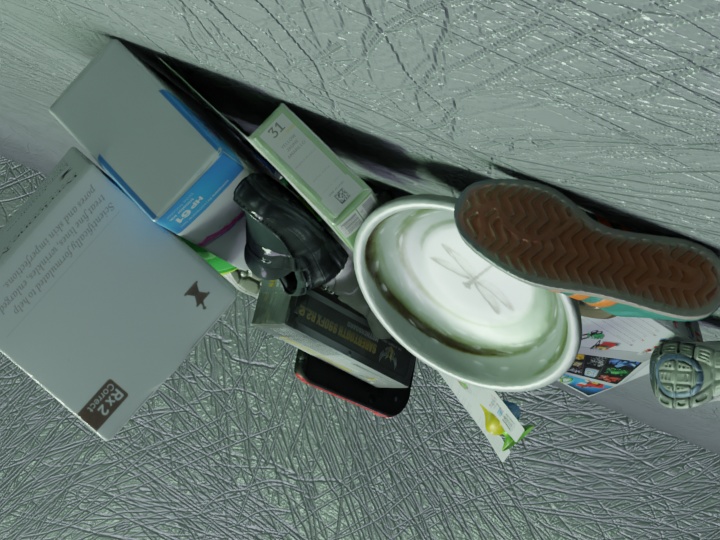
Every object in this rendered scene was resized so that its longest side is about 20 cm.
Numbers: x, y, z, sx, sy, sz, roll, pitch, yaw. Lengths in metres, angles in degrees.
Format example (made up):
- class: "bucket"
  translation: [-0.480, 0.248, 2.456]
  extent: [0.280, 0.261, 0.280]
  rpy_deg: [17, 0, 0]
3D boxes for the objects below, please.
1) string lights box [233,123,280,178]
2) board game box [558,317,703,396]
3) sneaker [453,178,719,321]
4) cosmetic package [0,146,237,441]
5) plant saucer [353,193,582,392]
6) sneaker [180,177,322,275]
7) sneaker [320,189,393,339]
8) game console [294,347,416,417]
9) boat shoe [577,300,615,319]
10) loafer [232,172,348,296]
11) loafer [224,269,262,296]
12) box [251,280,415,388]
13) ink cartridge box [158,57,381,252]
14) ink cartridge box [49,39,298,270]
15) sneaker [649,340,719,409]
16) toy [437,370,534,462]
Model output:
- class: "string lights box"
  translation: [-0.152, -0.110, 1.619]
  extent: [0.102, 0.059, 0.200]
  rpy_deg: [21, 175, 12]
- class: "board game box"
  translation: [0.207, 0.054, 1.471]
  extent: [0.126, 0.035, 0.200]
  rpy_deg: [-24, 149, 27]
- class: "sneaker"
  translation: [0.161, -0.006, 1.182]
  extent: [0.199, 0.072, 0.080]
  rpy_deg: [21, 171, 11]
- class: "cosmetic package"
  translation: [-0.230, 0.014, 1.409]
  extent: [0.165, 0.165, 0.200]
  rpy_deg: [42, 176, -16]
- class: "plant saucer"
  translation: [0.091, 0.008, 1.320]
  extent: [0.199, 0.050, 0.201]
  rpy_deg: [22, 141, 19]
- class: "sneaker"
  translation: [-0.092, -0.054, 1.551]
  extent: [0.199, 0.074, 0.084]
  rpy_deg: [-18, 161, -7]
- class: "sneaker"
  translation: [0.000, 0.000, 1.577]
  extent: [0.090, 0.076, 0.200]
  rpy_deg: [-14, 142, -4]
- class: "game console"
  translation: [0.006, 0.041, 1.741]
  extent: [0.031, 0.201, 0.177]
  rpy_deg: [-2, 160, 36]
- class: "boat shoe"
  translation: [0.138, -0.006, 1.374]
  extent: [0.199, 0.074, 0.063]
  rpy_deg: [3, 155, 44]
- class: "loafer"
  translation: [-0.065, -0.023, 1.372]
  extent: [0.068, 0.070, 0.201]
  rpy_deg: [45, 179, 21]
- class: "loafer"
  translation: [-0.143, -0.030, 1.681]
  extent: [0.199, 0.070, 0.070]
  rpy_deg: [28, -172, -24]
- class: "box"
  translation: [-0.011, 0.014, 1.670]
  extent: [0.048, 0.159, 0.200]
  rpy_deg: [-2, 159, 42]
- class: "ink cartridge box"
  translation: [-0.065, -0.104, 1.353]
  extent: [0.200, 0.048, 0.146]
  rpy_deg: [46, 180, 12]
- class: "ink cartridge box"
  translation: [-0.149, -0.091, 1.391]
  extent: [0.145, 0.085, 0.200]
  rpy_deg: [45, -175, 21]
- class: "sneaker"
  translation: [0.348, 0.086, 1.434]
  extent: [0.087, 0.075, 0.199]
  rpy_deg: [-6, -171, -41]
- class: "toy"
  translation: [0.090, 0.067, 1.471]
  extent: [0.201, 0.047, 0.115]
  rpy_deg: [57, 166, 15]
